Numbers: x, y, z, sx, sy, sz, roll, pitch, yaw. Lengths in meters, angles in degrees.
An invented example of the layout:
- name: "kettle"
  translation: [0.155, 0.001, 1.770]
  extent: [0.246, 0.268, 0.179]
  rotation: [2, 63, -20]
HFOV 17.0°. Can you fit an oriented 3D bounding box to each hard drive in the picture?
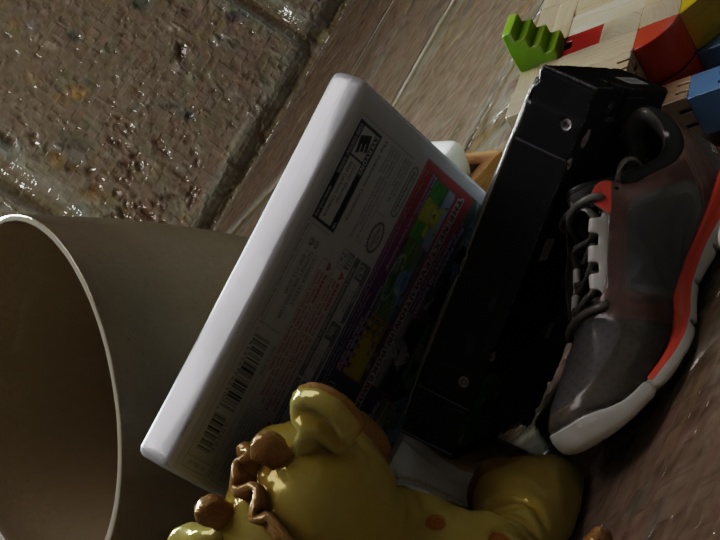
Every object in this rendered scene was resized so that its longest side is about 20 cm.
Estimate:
- name: "hard drive"
  translation: [0.090, -0.008, 1.244]
  extent: [0.140, 0.038, 0.201]
  rotation: [-11, -57, -67]

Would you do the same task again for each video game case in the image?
- name: "video game case"
  translation: [-0.011, 0.027, 1.174]
  extent: [0.201, 0.023, 0.182]
  rotation: [-63, -33, -7]

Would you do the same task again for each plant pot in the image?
- name: "plant pot"
  translation: [-0.082, 0.053, 1.248]
  extent: [0.199, 0.188, 0.187]
  rotation: [-9, -22, -33]

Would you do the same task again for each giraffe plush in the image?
- name: "giraffe plush"
  translation: [0.003, 0.128, 1.107]
  extent: [0.173, 0.162, 0.200]
  rotation: [-56, 8, -1]

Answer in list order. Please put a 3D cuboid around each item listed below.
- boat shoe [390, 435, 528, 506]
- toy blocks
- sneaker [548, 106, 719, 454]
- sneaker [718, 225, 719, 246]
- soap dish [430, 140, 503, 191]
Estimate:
- name: "boat shoe"
  translation: [0.039, 0.116, 1.306]
  extent: [0.200, 0.070, 0.070]
  rotation: [-158, 85, -77]
- name: "toy blocks"
  translation: [0.165, -0.126, 1.364]
  extent: [0.136, 0.100, 0.200]
  rotation: [-18, 28, 26]
- name: "sneaker"
  translation: [0.121, 0.001, 1.175]
  extent: [0.077, 0.082, 0.201]
  rotation: [-35, 21, 50]
- name: "sneaker"
  translation: [0.211, -0.083, 1.034]
  extent: [0.201, 0.075, 0.088]
  rotation: [-56, 8, -6]
- name: "soap dish"
  translation: [0.000, 0.000, 1.455]
  extent: [0.158, 0.081, 0.200]
  rotation: [-49, 18, -19]
